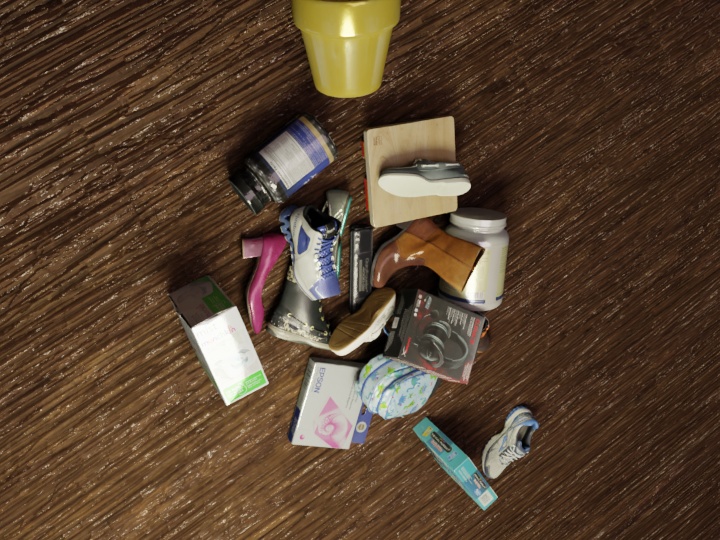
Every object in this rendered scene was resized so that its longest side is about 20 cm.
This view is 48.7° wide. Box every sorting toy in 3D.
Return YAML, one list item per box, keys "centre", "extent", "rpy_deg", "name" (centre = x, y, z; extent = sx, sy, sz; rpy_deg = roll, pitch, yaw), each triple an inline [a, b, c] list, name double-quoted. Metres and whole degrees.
- centre: [0.096, -0.211, 1.655]
  extent: [0.197, 0.070, 0.202]
  rpy_deg: [-13, 111, -21]
  name: "sorting toy"

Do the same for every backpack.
- centre: [0.084, 0.242, 1.740]
  extent: [0.199, 0.154, 0.164]
  rpy_deg: [5, 128, -29]
  name: "backpack"

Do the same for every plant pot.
- centre: [-0.024, -0.432, 1.466]
  extent: [0.199, 0.201, 0.190]
  rpy_deg: [-17, 128, -19]
  name: "plant pot"

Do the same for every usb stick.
- centre: [0.000, 0.000, 1.701]
  extent: [0.055, 0.033, 0.202]
  rpy_deg: [-11, 111, -32]
  name: "usb stick"

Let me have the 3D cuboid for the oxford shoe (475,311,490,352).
- centre: [0.263, 0.139, 1.825]
  extent: [0.200, 0.072, 0.072]
  rpy_deg: [46, 64, -47]
  name: "oxford shoe"

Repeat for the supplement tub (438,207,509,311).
- centre: [0.248, -0.026, 1.743]
  extent: [0.144, 0.145, 0.202]
  rpy_deg: [-4, 108, -24]
  name: "supplement tub"

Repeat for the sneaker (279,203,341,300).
- centre: [-0.084, -0.044, 1.561]
  extent: [0.080, 0.115, 0.201]
  rpy_deg: [-23, 93, -38]
  name: "sneaker"

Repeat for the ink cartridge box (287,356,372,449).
- centre: [-0.045, 0.299, 1.774]
  extent: [0.199, 0.043, 0.198]
  rpy_deg: [10, 102, -26]
  name: "ink cartridge box"

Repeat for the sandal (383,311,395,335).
- centre: [0.124, 0.108, 1.769]
  extent: [0.199, 0.087, 0.080]
  rpy_deg: [-14, 108, -43]
  name: "sandal"

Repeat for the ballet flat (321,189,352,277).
- centre: [-0.062, -0.069, 1.642]
  extent: [0.063, 0.067, 0.202]
  rpy_deg: [10, 103, 1]
  name: "ballet flat"

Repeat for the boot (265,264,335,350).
- centre: [-0.087, 0.079, 1.665]
  extent: [0.202, 0.073, 0.155]
  rpy_deg: [14, 97, -29]
  name: "boot"

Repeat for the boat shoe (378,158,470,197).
- centre: [0.126, -0.192, 1.613]
  extent: [0.198, 0.073, 0.062]
  rpy_deg: [1, 63, -18]
  name: "boat shoe"

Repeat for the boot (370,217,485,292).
- centre: [0.137, -0.008, 1.672]
  extent: [0.189, 0.199, 0.069]
  rpy_deg: [-55, 155, -7]
  name: "boot"

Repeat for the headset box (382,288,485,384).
- centre: [0.163, 0.142, 1.671]
  extent: [0.199, 0.077, 0.150]
  rpy_deg: [23, 77, -23]
  name: "headset box"

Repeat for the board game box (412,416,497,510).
- centre: [0.218, 0.446, 1.852]
  extent: [0.047, 0.200, 0.151]
  rpy_deg: [-39, 119, -8]
  name: "board game box"

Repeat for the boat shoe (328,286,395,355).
- centre: [0.013, 0.120, 1.680]
  extent: [0.200, 0.071, 0.070]
  rpy_deg: [-42, 135, -30]
  name: "boat shoe"

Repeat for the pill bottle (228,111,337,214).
- centre: [-0.150, -0.202, 1.520]
  extent: [0.200, 0.112, 0.112]
  rpy_deg: [-40, 119, -8]
  name: "pill bottle"

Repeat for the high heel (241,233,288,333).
- centre: [-0.185, 0.027, 1.600]
  extent: [0.095, 0.067, 0.202]
  rpy_deg: [-5, 106, -12]
  name: "high heel"

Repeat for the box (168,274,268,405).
- centre: [-0.275, 0.128, 1.520]
  extent: [0.096, 0.200, 0.178]
  rpy_deg: [-26, 115, -16]
  name: "box"

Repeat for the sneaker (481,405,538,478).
- centre: [0.375, 0.439, 1.990]
  extent: [0.077, 0.085, 0.201]
  rpy_deg: [27, 95, -29]
  name: "sneaker"
